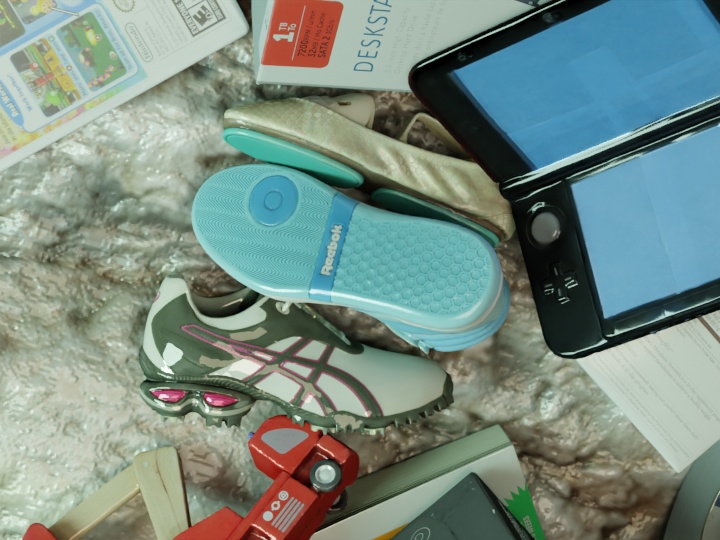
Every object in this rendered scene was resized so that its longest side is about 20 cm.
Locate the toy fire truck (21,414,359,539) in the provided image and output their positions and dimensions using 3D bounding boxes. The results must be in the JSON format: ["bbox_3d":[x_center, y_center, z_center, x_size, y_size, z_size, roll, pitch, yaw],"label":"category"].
[{"bbox_3d":[-0.110,0.158,1.266,0.141,0.049,0.200,32,71,18],"label":"toy fire truck"}]

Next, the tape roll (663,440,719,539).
[{"bbox_3d":[0.271,0.172,1.281,0.066,0.200,0.200,23,104,-18],"label":"tape roll"}]

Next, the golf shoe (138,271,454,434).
[{"bbox_3d":[-0.036,0.052,1.250,0.200,0.077,0.088,4,101,-13],"label":"golf shoe"}]

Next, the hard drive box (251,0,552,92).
[{"bbox_3d":[0.048,-0.175,1.142,0.200,0.077,0.156,2,145,-10],"label":"hard drive box"}]

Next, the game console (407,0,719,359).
[{"bbox_3d":[0.150,-0.060,1.133,0.200,0.119,0.172,-22,72,31],"label":"game console"}]

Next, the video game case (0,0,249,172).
[{"bbox_3d":[-0.189,-0.179,1.164,0.182,0.024,0.200,-29,113,1],"label":"video game case"}]

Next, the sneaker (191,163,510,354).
[{"bbox_3d":[0.000,0.000,1.239,0.200,0.131,0.080,20,83,19],"label":"sneaker"}]

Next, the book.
[{"bbox_3d":[0.023,0.199,1.333,0.200,0.048,0.134,-23,114,-5],"label":"book"}]

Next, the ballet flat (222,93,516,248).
[{"bbox_3d":[0.009,-0.073,1.229,0.200,0.067,0.062,22,76,-21],"label":"ballet flat"}]

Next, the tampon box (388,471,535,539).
[{"bbox_3d":[0.100,0.259,1.271,0.126,0.150,0.200,-40,116,3],"label":"tampon box"}]

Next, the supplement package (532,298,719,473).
[{"bbox_3d":[0.227,0.006,1.259,0.200,0.114,0.110,-41,110,6],"label":"supplement package"}]
